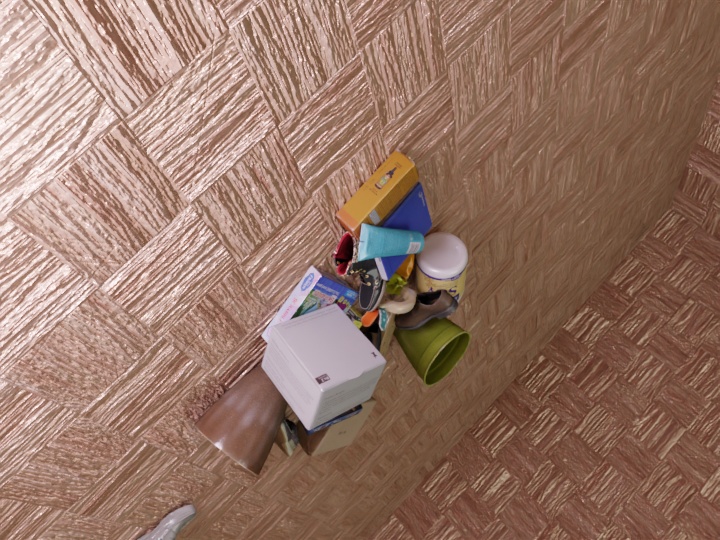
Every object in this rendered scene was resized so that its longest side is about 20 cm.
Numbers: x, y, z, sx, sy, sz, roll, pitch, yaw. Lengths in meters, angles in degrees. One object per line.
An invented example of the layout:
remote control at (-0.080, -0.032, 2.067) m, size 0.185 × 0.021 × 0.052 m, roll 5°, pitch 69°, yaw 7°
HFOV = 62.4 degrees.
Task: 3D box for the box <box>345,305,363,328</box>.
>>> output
box at (-0.074, 0.178, 1.516) m, size 0.202 × 0.075 × 0.050 m, roll -54°, pitch 147°, yaw 9°

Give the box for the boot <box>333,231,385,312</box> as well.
boot at (0.000, 0.000, 1.394) m, size 0.148 × 0.072 × 0.206 m, roll -1°, pitch 112°, yaw -51°

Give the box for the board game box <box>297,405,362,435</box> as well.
board game box at (-0.097, 0.351, 1.613) m, size 0.197 × 0.137 × 0.035 m, roll -9°, pitch 149°, yaw -49°

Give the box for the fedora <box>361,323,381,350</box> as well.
fedora at (-0.018, 0.221, 1.597) m, size 0.089 × 0.202 × 0.205 m, roll 21°, pitch 115°, yaw -13°

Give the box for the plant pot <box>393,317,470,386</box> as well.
plant pot at (0.196, 0.203, 1.784) m, size 0.198 × 0.192 × 0.204 m, roll -33°, pitch 147°, yaw -25°

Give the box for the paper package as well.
paper package at (-0.074, 0.437, 1.776) m, size 0.197 × 0.103 × 0.194 m, roll 6°, pitch 120°, yaw -54°

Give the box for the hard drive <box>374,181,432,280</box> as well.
hard drive at (0.097, -0.094, 1.406) m, size 0.201 × 0.025 × 0.134 m, roll -49°, pitch 136°, yaw -29°

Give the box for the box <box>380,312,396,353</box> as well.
box at (0.062, 0.210, 1.680) m, size 0.163 × 0.021 × 0.206 m, roll 23°, pitch 86°, yaw -78°

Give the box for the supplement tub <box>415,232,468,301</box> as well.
supplement tub at (0.223, 0.012, 1.653) m, size 0.144 × 0.145 × 0.203 m, roll -35°, pitch 147°, yaw -21°

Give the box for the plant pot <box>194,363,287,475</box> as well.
plant pot at (-0.248, 0.325, 1.367) m, size 0.202 × 0.184 × 0.188 m, roll -54°, pitch 152°, yaw -16°

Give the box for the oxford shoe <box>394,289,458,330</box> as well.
oxford shoe at (0.163, 0.099, 1.614) m, size 0.197 × 0.074 × 0.084 m, roll -30°, pitch 122°, yaw 32°

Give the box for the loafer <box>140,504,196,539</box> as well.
loafer at (-0.500, 0.683, 1.513) m, size 0.198 × 0.070 × 0.071 m, roll -36°, pitch 148°, yaw -22°

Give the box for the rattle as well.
rattle at (0.078, 0.045, 1.501) m, size 0.198 × 0.130 × 0.145 m, roll -24°, pitch 153°, yaw -52°

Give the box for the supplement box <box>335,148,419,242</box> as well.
supplement box at (0.040, -0.162, 1.292) m, size 0.201 × 0.066 × 0.069 m, roll -48°, pitch 150°, yaw -2°

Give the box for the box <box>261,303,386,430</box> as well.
box at (-0.083, 0.208, 1.327) m, size 0.195 × 0.200 × 0.133 m, roll -15°, pitch 140°, yaw -41°

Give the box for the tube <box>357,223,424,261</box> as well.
tube at (0.066, -0.062, 1.323) m, size 0.196 × 0.049 × 0.081 m, roll -3°, pitch 98°, yaw -48°

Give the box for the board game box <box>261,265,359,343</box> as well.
board game box at (-0.112, 0.102, 1.410) m, size 0.202 × 0.041 × 0.199 m, roll -53°, pitch 150°, yaw 7°

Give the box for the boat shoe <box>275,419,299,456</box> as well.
boat shoe at (-0.208, 0.445, 1.646) m, size 0.065 × 0.071 × 0.203 m, roll -45°, pitch 149°, yaw -28°
